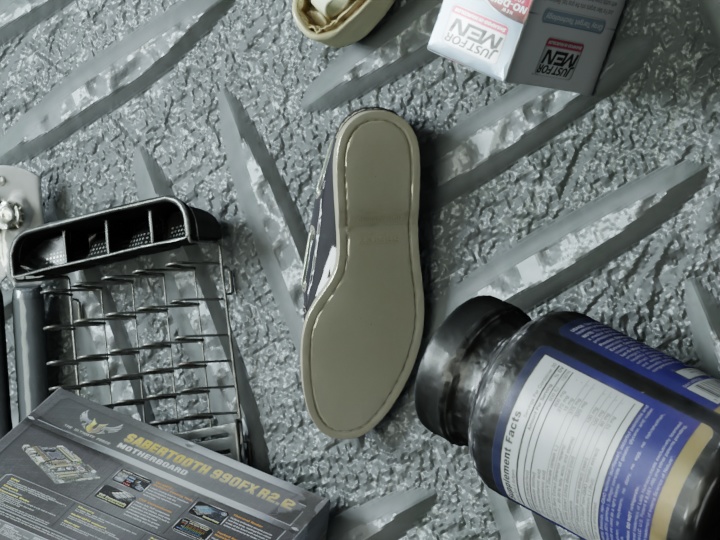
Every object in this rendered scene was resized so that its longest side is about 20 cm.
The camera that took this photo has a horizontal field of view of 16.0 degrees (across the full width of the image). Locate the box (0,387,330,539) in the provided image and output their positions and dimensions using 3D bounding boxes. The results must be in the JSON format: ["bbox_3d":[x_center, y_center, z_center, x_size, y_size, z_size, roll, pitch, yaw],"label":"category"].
[{"bbox_3d":[-0.141,0.159,1.536,0.199,0.158,0.048,21,124,18],"label":"box"}]

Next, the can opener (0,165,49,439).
[{"bbox_3d":[-0.233,0.027,1.708,0.052,0.066,0.201,-4,87,-4],"label":"can opener"}]

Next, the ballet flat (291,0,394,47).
[{"bbox_3d":[0.025,-0.213,1.516,0.070,0.069,0.200,49,115,27],"label":"ballet flat"}]

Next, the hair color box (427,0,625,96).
[{"bbox_3d":[0.117,-0.204,1.428,0.061,0.099,0.201,26,103,33],"label":"hair color box"}]

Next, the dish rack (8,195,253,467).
[{"bbox_3d":[-0.144,0.062,1.635,0.153,0.054,0.201,-12,82,36],"label":"dish rack"}]

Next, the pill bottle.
[{"bbox_3d":[0.131,0.089,1.401,0.200,0.112,0.112,27,104,34],"label":"pill bottle"}]

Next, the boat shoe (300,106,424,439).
[{"bbox_3d":[0.000,0.000,1.544,0.063,0.072,0.201,-136,51,-76],"label":"boat shoe"}]
